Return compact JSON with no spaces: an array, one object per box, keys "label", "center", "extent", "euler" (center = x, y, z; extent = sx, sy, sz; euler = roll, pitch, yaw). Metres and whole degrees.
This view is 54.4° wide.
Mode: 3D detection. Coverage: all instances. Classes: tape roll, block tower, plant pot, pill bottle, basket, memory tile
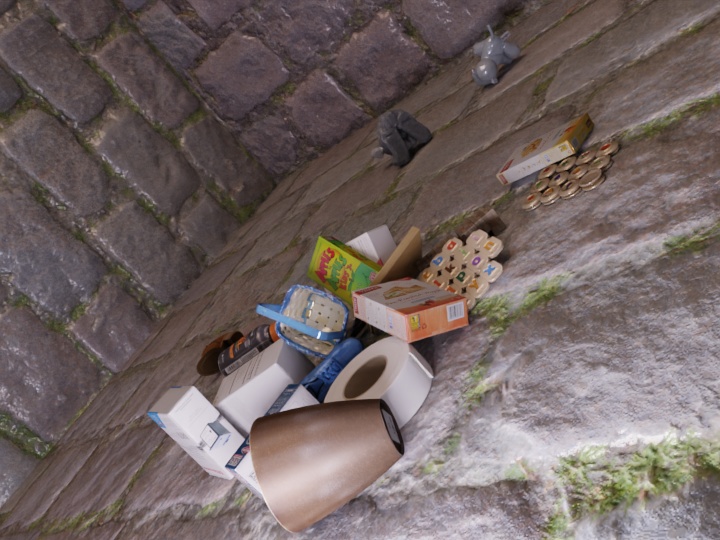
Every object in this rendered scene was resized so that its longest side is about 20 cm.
[{"label":"tape roll","center":[0.030,0.211,1.243],"extent":[0.202,0.071,0.203],"euler":[-38,17,14]},{"label":"block tower","center":[0.213,-0.053,1.499],"extent":[0.200,0.058,0.054],"euler":[-39,17,5]},{"label":"plant pot","center":[-0.040,0.280,1.094],"extent":[0.200,0.187,0.187],"euler":[-25,20,9]},{"label":"pill bottle","center":[-0.268,0.210,1.830],"extent":[0.200,0.106,0.106],"euler":[-35,19,21]},{"label":"basket","center":[-0.104,0.109,1.492],"extent":[0.200,0.176,0.139],"euler":[17,-85,-64]},{"label":"memory tile","center":[0.426,-0.193,1.433],"extent":[0.200,0.017,0.153],"euler":[-18,30,52]}]

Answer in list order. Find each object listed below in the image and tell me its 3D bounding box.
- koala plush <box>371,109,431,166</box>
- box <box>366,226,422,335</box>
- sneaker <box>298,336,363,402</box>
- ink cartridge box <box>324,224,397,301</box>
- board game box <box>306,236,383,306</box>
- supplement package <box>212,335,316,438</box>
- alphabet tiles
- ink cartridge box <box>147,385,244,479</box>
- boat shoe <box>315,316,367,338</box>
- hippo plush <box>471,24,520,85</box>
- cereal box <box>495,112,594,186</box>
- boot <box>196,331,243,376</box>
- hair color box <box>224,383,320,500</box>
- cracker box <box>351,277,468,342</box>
[{"label":"koala plush","center":[0.124,-0.480,2.547],"extent":[0.177,0.184,0.200],"euler":[-45,6,-12]},{"label":"box","center":[0.071,0.023,1.495],"extent":[0.200,0.021,0.164],"euler":[-52,-25,-23]},{"label":"sneaker","center":[-0.069,0.218,1.417],"extent":[0.200,0.066,0.078],"euler":[-45,-2,7]},{"label":"ink cartridge box","center":[0.000,0.000,1.653],"extent":[0.200,0.145,0.084],"euler":[-26,-1,42]},{"label":"board game box","center":[-0.025,0.010,1.571],"extent":[0.048,0.200,0.102],"euler":[-5,-60,-51]},{"label":"supplement package","center":[-0.208,0.262,1.549],"extent":[0.200,0.121,0.120],"euler":[-35,18,20]},{"label":"alphabet tiles","center":[0.196,0.009,1.385],"extent":[0.200,0.015,0.196],"euler":[-51,31,0]},{"label":"ink cartridge box","center":[-0.345,0.347,1.512],"extent":[0.086,0.200,0.146],"euler":[-50,19,-29]},{"label":"boat shoe","center":[-0.062,0.139,1.618],"extent":[0.200,0.068,0.072],"euler":[-19,29,42]},{"label":"hippo plush","center":[0.473,-0.730,2.468],"extent":[0.200,0.159,0.161],"euler":[155,129,-81]},{"label":"cereal box","center":[0.416,-0.272,1.586],"extent":[0.200,0.040,0.144],"euler":[-23,19,46]},{"label":"boot","center":[-0.464,0.265,2.168],"extent":[0.155,0.077,0.200],"euler":[-22,24,44]},{"label":"hair color box","center":[-0.151,0.322,1.321],"extent":[0.200,0.100,0.060],"euler":[-51,19,-27]},{"label":"cracker box","center":[0.089,0.069,1.315],"extent":[0.134,0.058,0.200],"euler":[-14,16,-27]}]
